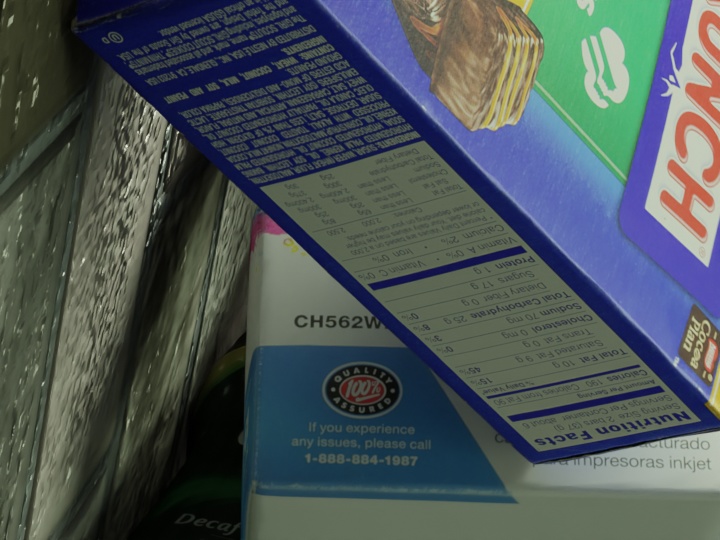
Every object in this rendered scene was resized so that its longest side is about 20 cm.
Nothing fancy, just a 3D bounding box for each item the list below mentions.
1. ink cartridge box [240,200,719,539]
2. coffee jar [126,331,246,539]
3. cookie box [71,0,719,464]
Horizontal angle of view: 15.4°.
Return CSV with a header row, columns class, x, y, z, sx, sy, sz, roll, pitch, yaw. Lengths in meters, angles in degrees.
class,x,y,z,sx,sy,sz,roll,pitch,yaw
ink cartridge box,0.037,-0.001,0.829,0.085,0.143,0.201,94,-3,-57
coffee jar,-0.025,0.095,0.907,0.200,0.104,0.086,-65,170,-60
cookie box,0.038,-0.075,0.712,0.200,0.075,0.172,43,52,-34
